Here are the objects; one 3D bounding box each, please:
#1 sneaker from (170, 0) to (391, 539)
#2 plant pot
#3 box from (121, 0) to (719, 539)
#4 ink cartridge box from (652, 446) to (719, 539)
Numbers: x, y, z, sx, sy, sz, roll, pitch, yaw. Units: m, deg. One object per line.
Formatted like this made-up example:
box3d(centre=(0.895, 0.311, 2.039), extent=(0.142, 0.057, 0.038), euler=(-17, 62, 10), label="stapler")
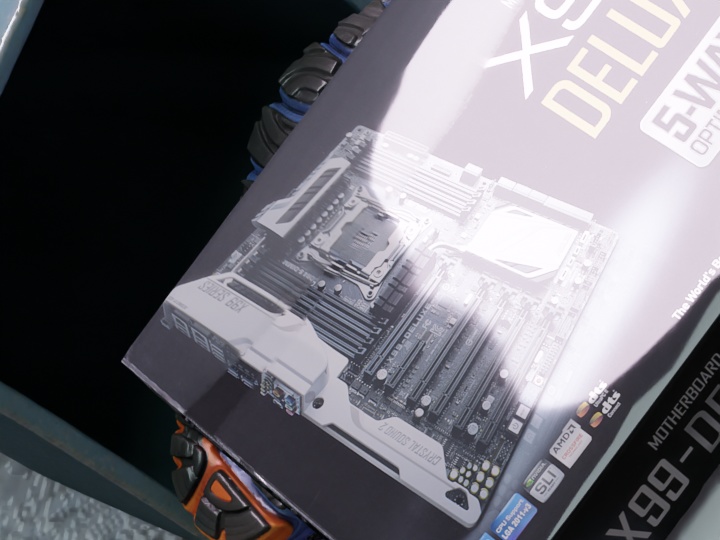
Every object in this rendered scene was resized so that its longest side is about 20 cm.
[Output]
box3d(centre=(0.000, 0.000, 1.015), extent=(0.075, 0.078, 0.201), euler=(22, 89, 37), label="sneaker")
box3d(centre=(-0.125, -0.039, 1.062), extent=(0.199, 0.196, 0.197), euler=(10, 71, 43), label="plant pot")
box3d(centre=(0.049, -0.008, 0.831), extent=(0.158, 0.050, 0.200), euler=(37, 89, 39), label="box")
box3d(centre=(0.113, 0.011, 0.907), extent=(0.146, 0.147, 0.200), euler=(-47, 50, 2), label="ink cartridge box")
